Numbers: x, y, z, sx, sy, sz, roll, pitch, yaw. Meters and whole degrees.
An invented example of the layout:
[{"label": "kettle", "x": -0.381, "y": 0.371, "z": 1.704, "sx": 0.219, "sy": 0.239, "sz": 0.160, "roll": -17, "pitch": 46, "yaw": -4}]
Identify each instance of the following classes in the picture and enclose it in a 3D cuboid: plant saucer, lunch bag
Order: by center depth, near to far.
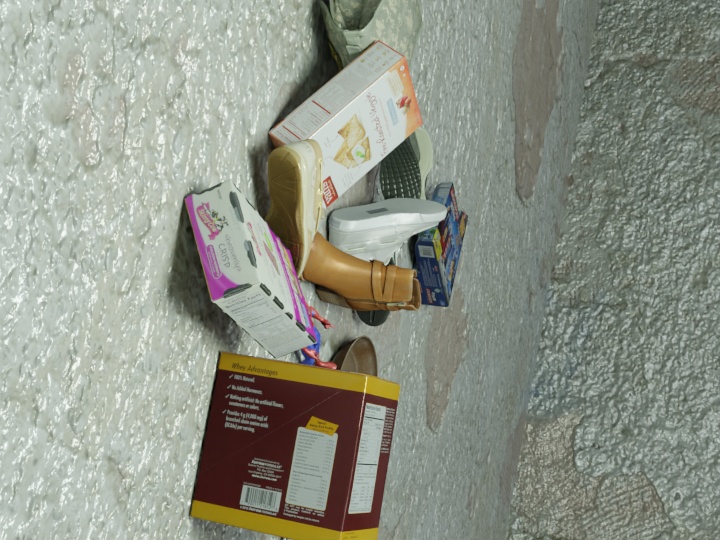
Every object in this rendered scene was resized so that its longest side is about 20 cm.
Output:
[{"label": "lunch bag", "x": 0.012, "y": -0.338, "z": 1.472, "sx": 0.164, "sy": 0.117, "sz": 0.200, "roll": 72, "pitch": 27, "yaw": -52}, {"label": "plant saucer", "x": -0.021, "y": 0.201, "z": 1.676, "sx": 0.200, "sy": 0.037, "sz": 0.201, "roll": 7, "pitch": 90, "yaw": -71}]

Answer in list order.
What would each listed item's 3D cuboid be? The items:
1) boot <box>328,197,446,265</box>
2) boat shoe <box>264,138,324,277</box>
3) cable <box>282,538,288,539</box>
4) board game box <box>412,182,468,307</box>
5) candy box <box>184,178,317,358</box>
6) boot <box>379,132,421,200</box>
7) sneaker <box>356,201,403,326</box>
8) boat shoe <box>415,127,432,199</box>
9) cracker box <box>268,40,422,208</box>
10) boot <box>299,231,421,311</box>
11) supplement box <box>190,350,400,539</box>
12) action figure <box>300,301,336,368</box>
[{"label": "boot", "x": 0.039, "y": -0.051, "z": 1.611, "sx": 0.199, "sy": 0.074, "sz": 0.096, "roll": -8, "pitch": 118, "yaw": -26}, {"label": "boat shoe", "x": -0.076, "y": -0.075, "z": 1.325, "sx": 0.069, "sy": 0.074, "sz": 0.200, "roll": -36, "pitch": 147, "yaw": -41}, {"label": "cable", "x": -0.063, "y": 0.435, "z": 1.590, "sx": 0.200, "sy": 0.069, "sz": 0.201, "roll": 27, "pitch": 70, "yaw": -70}, {"label": "board game box", "x": 0.153, "y": -0.069, "z": 2.044, "sx": 0.200, "sy": 0.062, "sz": 0.200, "roll": 74, "pitch": 29, "yaw": -48}, {"label": "candy box", "x": -0.122, "y": 0.004, "z": 1.205, "sx": 0.200, "sy": 0.061, "sz": 0.137, "roll": 57, "pitch": 13, "yaw": -62}, {"label": "boot", "x": 0.075, "y": -0.185, "z": 1.720, "sx": 0.131, "sy": 0.068, "sz": 0.201, "roll": 6, "pitch": 73, "yaw": -70}, {"label": "sneaker", "x": 0.045, "y": -0.009, "z": 1.733, "sx": 0.115, "sy": 0.075, "sz": 0.201, "roll": 3, "pitch": 91, "yaw": -69}, {"label": "boat shoe", "x": 0.080, "y": -0.157, "z": 1.831, "sx": 0.068, "sy": 0.072, "sz": 0.201, "roll": 142, "pitch": -42, "yaw": -64}, {"label": "cracker box", "x": -0.015, "y": -0.189, "z": 1.395, "sx": 0.200, "sy": 0.058, "sz": 0.134, "roll": -42, "pitch": 147, "yaw": -13}, {"label": "boot", "x": 0.000, "y": 0.000, "z": 1.490, "sx": 0.200, "sy": 0.154, "sz": 0.074, "roll": 54, "pitch": 46, "yaw": -62}, {"label": "supplement box", "x": -0.076, "y": 0.216, "z": 1.283, "sx": 0.133, "sy": 0.197, "sz": 0.201, "roll": 30, "pitch": 69, "yaw": -67}, {"label": "action figure", "x": -0.072, "y": 0.093, "z": 1.485, "sx": 0.200, "sy": 0.052, "sz": 0.066, "roll": 71, "pitch": 36, "yaw": -47}]
